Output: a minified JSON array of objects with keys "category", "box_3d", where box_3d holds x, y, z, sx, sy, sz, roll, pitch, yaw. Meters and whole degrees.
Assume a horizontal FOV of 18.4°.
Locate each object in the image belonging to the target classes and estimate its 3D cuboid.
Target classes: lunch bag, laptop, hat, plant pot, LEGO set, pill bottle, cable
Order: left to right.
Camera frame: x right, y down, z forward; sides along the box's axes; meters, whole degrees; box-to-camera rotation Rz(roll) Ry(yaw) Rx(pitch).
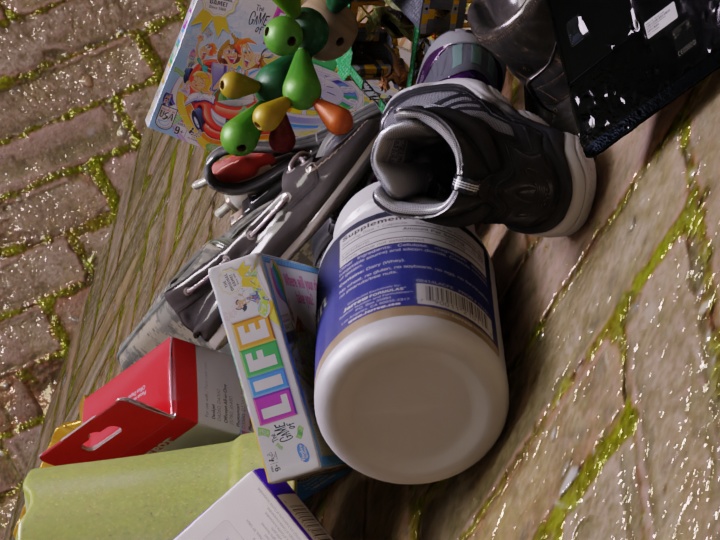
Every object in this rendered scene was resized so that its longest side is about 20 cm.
[{"category":"plant pot","box_3d":[-0.135,0.199,1.500,0.200,0.183,0.202,180,90,-90]},{"category":"lunch bag","box_3d":[-0.078,0.032,1.768,0.168,0.139,0.200,-50,1,-30]},{"category":"cable","box_3d":[-0.046,-0.098,1.763,0.200,0.097,0.050,-34,34,16]},{"category":"pill bottle","box_3d":[0.029,0.030,1.369,0.200,0.115,0.116,-90,24,-59]},{"category":"LEGO set","box_3d":[0.067,-0.171,1.603,0.200,0.115,0.155,-134,45,-62]},{"category":"hat","box_3d":[0.113,-0.161,1.387,0.201,0.081,0.201,-161,90,-78]},{"category":"laptop","box_3d":[0.188,-0.186,1.224,0.177,0.103,0.201,-38,59,53]}]

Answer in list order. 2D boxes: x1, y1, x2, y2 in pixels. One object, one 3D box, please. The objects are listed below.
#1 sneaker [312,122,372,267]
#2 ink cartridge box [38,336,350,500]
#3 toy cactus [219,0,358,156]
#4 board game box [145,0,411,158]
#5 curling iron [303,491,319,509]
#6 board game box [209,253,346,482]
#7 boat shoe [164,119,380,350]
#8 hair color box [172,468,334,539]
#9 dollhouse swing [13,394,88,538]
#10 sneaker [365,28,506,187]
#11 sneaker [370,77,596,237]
[{"category":"sneaker","box_3d":[0.000,0.000,1.585,0.114,0.076,0.200,-118,34,-65]},{"category":"ink cartridge box","box_3d":[-0.119,0.113,1.601,0.116,0.199,0.068,-34,47,40]},{"category":"toy cactus","box_3d":[-0.024,-0.165,1.536,0.165,0.102,0.201,-33,-34,-76]},{"category":"board game box","box_3d":[-0.058,-0.145,1.804,0.034,0.199,0.135,-124,55,-75]},{"category":"curling iron","box_3d":[-0.063,0.207,1.681,0.201,0.025,0.050,-68,20,3]},{"category":"board game box","box_3d":[-0.037,0.063,1.425,0.200,0.034,0.135,16,-123,-77]},{"category":"boat shoe","box_3d":[-0.060,-0.035,1.532,0.200,0.057,0.067,-51,-2,10]},{"category":"hair color box","box_3d":[-0.097,0.228,1.375,0.200,0.109,0.065,-42,-12,5]},{"category":"dollhouse swing","box_3d":[-0.257,0.257,2.128,0.201,0.181,0.176,-66,-7,12]},{"category":"sneaker","box_3d":[0.044,-0.059,1.483,0.088,0.074,0.201,-83,7,-62]},{"category":"sneaker","box_3d":[0.044,-0.075,1.336,0.200,0.113,0.076,29,110,53]}]
